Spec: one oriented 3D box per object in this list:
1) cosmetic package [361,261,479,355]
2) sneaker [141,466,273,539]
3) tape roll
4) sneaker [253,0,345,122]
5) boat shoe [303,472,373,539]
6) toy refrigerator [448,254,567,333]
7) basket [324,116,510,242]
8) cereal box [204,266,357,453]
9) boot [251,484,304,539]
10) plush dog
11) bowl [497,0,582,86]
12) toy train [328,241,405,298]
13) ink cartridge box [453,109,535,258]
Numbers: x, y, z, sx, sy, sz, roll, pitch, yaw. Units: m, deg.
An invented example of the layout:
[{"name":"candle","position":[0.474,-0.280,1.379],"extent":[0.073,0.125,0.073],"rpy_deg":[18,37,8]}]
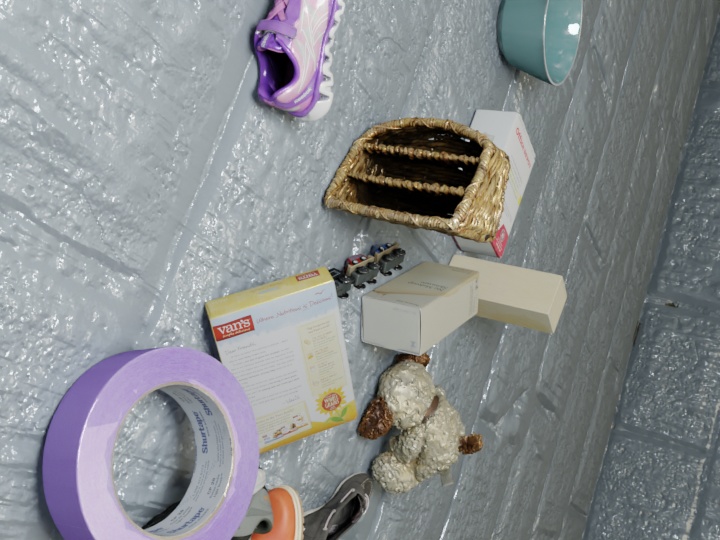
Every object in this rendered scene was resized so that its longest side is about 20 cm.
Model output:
[{"name":"cosmetic package","position":[0.094,0.052,1.223],"extent":[0.199,0.102,0.075],"rpy_deg":[-26,121,-55]},{"name":"sneaker","position":[-0.159,0.273,0.873],"extent":[0.199,0.073,0.081],"rpy_deg":[-6,68,-58]},{"name":"tape roll","position":[-0.188,0.175,0.758],"extent":[0.198,0.065,0.205],"rpy_deg":[11,76,-48]},{"name":"sneaker","position":[-0.071,-0.261,0.861],"extent":[0.088,0.079,0.205],"rpy_deg":[-12,112,-49]},{"name":"boat shoe","position":[-0.026,0.353,1.169],"extent":[0.199,0.056,0.068],"rpy_deg":[-19,117,-56]},{"name":"toy refrigerator","position":[0.239,0.039,1.370],"extent":[0.077,0.197,0.070],"rpy_deg":[-63,147,-24]},{"name":"basket","position":[0.077,-0.126,1.033],"extent":[0.148,0.197,0.146],"rpy_deg":[9,94,-59]},{"name":"cereal box","position":[-0.085,0.106,0.924],"extent":[0.141,0.040,0.204],"rpy_deg":[-16,122,-13]},{"name":"boot","position":[-0.137,0.347,0.968],"extent":[0.107,0.074,0.203],"rpy_deg":[44,63,-50]},{"name":"plush dog","position":[0.087,0.222,1.255],"extent":[0.173,0.159,0.201],"rpy_deg":[52,50,-20]},{"name":"bowl","position":[0.306,-0.429,1.411],"extent":[0.200,0.103,0.205],"rpy_deg":[-29,125,-52]},{"name":"toy train","position":[0.000,0.000,1.102],"extent":[0.199,0.045,0.035],"rpy_deg":[-26,134,-51]},{"name":"ink cartridge box","position":[0.219,-0.148,1.382],"extent":[0.145,0.082,0.203],"rpy_deg":[50,58,-54]}]
